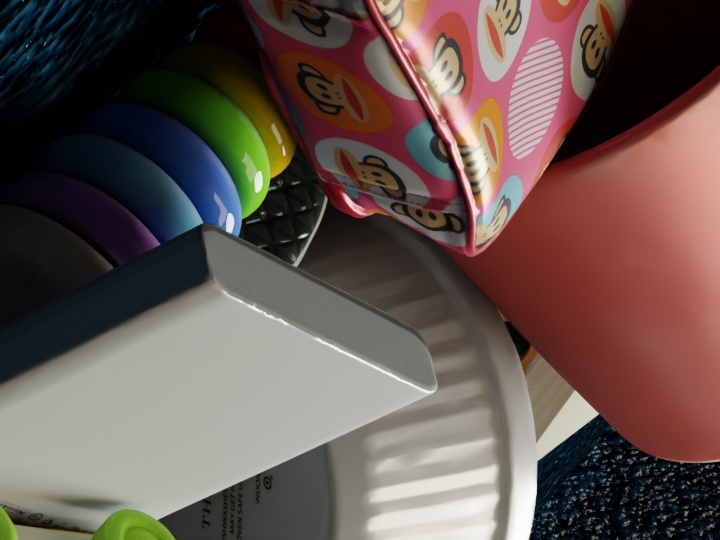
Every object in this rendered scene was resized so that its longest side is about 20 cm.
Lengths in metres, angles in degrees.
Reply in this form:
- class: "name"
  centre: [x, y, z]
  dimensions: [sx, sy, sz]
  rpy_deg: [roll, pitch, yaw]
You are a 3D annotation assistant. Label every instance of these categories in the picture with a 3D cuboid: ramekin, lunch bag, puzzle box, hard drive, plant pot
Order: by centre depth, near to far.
- class: "hard drive"
  centre: [-0.092, 0.053, 0.910]
  dimensions: [0.199, 0.026, 0.132]
  rpy_deg: [-26, 150, 24]
- class: "lunch bag"
  centre: [0.037, -0.122, 0.948]
  dimensions: [0.177, 0.082, 0.200]
  rpy_deg: [-58, 150, -22]
- class: "plant pot"
  centre: [0.126, -0.033, 1.118]
  dimensions: [0.199, 0.178, 0.201]
  rpy_deg: [-25, -149, 16]
- class: "ramekin"
  centre: [-0.025, 0.073, 1.172]
  dimensions: [0.094, 0.203, 0.203]
  rpy_deg: [-11, 143, -40]
- class: "puzzle box"
  centre: [0.130, 0.028, 1.380]
  dimensions: [0.133, 0.025, 0.200]
  rpy_deg: [-56, 168, 20]

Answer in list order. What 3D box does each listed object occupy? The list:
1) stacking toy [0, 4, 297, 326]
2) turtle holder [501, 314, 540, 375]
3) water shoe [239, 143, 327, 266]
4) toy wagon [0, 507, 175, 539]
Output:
- class: "stacking toy"
  centre: [-0.059, -0.046, 0.981]
  dimensions: [0.200, 0.085, 0.086]
  rpy_deg: [-51, 170, -32]
- class: "turtle holder"
  centre: [0.065, -0.007, 1.413]
  dimensions: [0.141, 0.131, 0.185]
  rpy_deg: [-54, 168, 7]
- class: "water shoe"
  centre: [-0.094, 0.015, 1.086]
  dimensions: [0.200, 0.071, 0.079]
  rpy_deg: [-50, -164, -14]
- class: "toy wagon"
  centre: [-0.160, 0.129, 0.936]
  dimensions: [0.199, 0.040, 0.155]
  rpy_deg: [13, 131, -40]
